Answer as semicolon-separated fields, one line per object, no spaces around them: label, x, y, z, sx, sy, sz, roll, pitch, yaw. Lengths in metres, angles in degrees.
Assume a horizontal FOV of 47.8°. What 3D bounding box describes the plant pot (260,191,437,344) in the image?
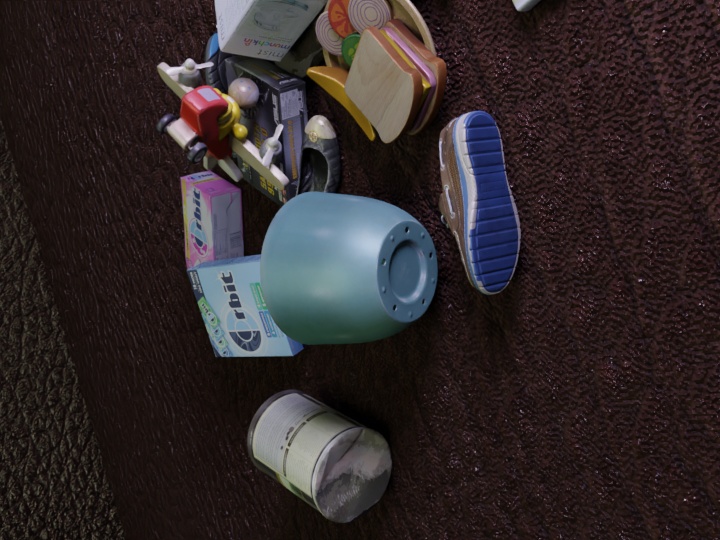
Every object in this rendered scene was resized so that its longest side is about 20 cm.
plant pot;0.000;0.000;1.025;0.160;0.200;0.203;3;107;40

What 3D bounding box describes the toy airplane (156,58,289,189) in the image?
toy airplane;-0.194;-0.211;1.163;0.200;0.141;0.199;42;-179;-37

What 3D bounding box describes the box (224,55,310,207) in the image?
box;-0.137;-0.209;1.229;0.158;0.048;0.202;37;140;41

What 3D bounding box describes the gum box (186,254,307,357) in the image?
gum box;-0.198;0.064;1.402;0.199;0.044;0.171;-5;108;40

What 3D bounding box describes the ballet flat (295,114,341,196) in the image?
ballet flat;-0.069;-0.123;1.172;0.066;0.057;0.202;23;116;33

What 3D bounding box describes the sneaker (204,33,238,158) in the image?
sneaker;-0.225;-0.282;1.326;0.082;0.073;0.202;10;112;54

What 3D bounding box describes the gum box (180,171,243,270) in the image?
gum box;-0.270;-0.067;1.490;0.113;0.066;0.202;31;128;44

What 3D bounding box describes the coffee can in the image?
coffee can;-0.068;0.287;1.279;0.199;0.145;0.148;16;117;52

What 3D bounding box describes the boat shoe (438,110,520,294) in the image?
boat shoe;0.129;-0.073;0.916;0.072;0.072;0.202;-3;92;60

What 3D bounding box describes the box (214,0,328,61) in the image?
box;-0.122;-0.408;1.056;0.176;0.096;0.202;-33;60;55

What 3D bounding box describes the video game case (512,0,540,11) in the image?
video game case;0.179;-0.375;0.747;0.200;0.022;0.184;-32;77;55

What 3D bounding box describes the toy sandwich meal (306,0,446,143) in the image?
toy sandwich meal;0.012;-0.244;0.969;0.204;0.070;0.207;29;138;31

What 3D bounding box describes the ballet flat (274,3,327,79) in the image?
ballet flat;-0.066;-0.316;1.116;0.068;0.046;0.200;54;154;-10
